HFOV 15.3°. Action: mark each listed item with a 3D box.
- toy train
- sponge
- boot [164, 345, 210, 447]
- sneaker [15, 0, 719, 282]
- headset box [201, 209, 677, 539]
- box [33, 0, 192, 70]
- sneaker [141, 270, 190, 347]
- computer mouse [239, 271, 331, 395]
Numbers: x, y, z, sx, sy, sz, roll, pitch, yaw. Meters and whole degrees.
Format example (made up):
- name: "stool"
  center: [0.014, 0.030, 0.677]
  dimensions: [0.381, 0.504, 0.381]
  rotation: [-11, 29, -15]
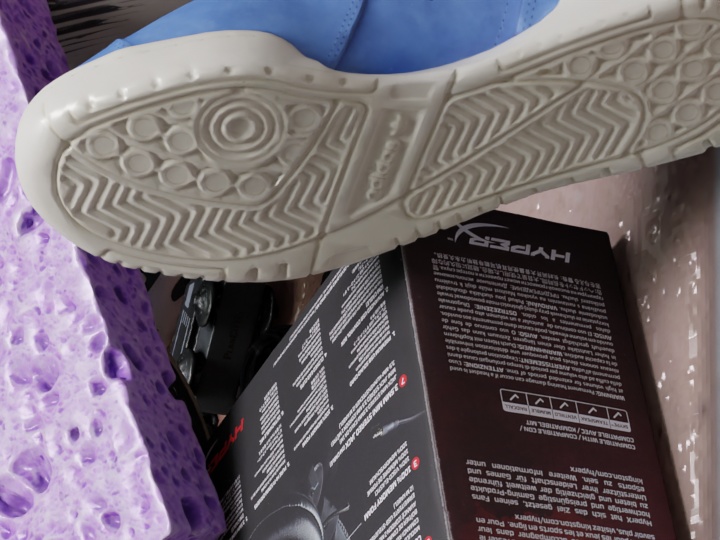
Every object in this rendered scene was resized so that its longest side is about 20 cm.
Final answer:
- name: "toy train"
  center: [-0.073, 0.089, 0.990]
  dimensions: [0.046, 0.034, 0.201]
  rotation: [-137, 61, -65]
- name: "sponge"
  center: [-0.117, 0.016, 0.837]
  dimensions: [0.111, 0.030, 0.200]
  rotation: [-34, 65, 31]
- name: "boot"
  center: [-0.055, 0.127, 0.851]
  dimensions: [0.151, 0.073, 0.201]
  rotation: [-136, 39, -58]
- name: "sneaker"
  center: [0.004, -0.067, 0.723]
  dimensions: [0.111, 0.199, 0.077]
  rotation: [-104, -1, -50]
- name: "headset box"
  center: [0.021, 0.104, 0.737]
  dimensions: [0.149, 0.077, 0.200]
  rotation: [-54, 36, 44]
- name: "box"
  center: [-0.073, -0.111, 0.886]
  dimensions: [0.200, 0.068, 0.082]
  rotation: [-32, 53, 33]
- name: "sneaker"
  center: [-0.106, 0.024, 0.986]
  dimensions: [0.130, 0.079, 0.199]
  rotation: [-78, 12, -56]
- name: "computer mouse"
  center: [0.000, 0.000, 0.884]
  dimensions: [0.059, 0.034, 0.200]
  rotation: [48, 131, 39]
